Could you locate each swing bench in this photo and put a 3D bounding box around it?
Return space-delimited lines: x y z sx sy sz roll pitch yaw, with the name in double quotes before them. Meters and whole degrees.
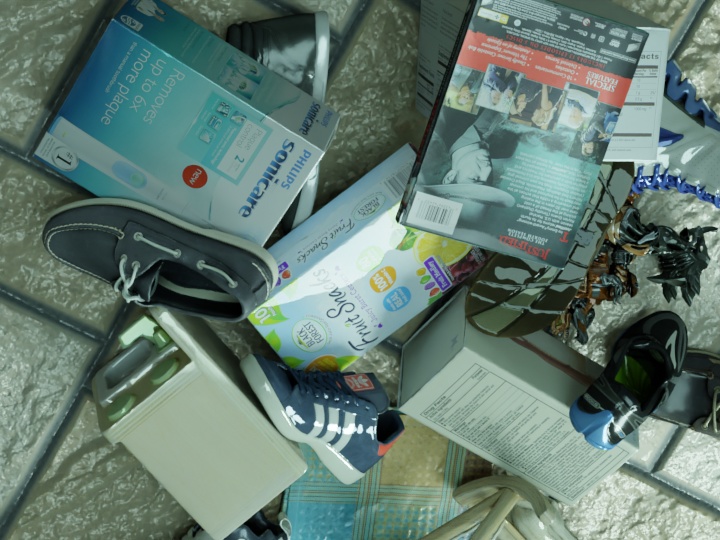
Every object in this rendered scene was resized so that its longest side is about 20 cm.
"swing bench" 0.133 0.310 1.831 0.200 0.130 0.199 -42 118 -1

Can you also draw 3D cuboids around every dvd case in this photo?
"dvd case" 0.125 -0.112 1.549 0.146 0.022 0.200 14 103 -16

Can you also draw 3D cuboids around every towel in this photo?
"towel" 0.025 0.193 1.836 0.200 0.022 0.147 5 107 -17

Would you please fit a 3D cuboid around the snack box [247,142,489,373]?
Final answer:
"snack box" 0.000 0.000 1.722 0.200 0.053 0.142 -36 139 0

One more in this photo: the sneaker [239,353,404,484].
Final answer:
"sneaker" -0.028 0.109 1.717 0.085 0.075 0.200 -37 143 7

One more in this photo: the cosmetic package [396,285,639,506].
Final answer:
"cosmetic package" 0.142 0.114 1.787 0.200 0.087 0.103 31 126 -21

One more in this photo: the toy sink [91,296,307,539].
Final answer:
"toy sink" -0.157 0.112 1.708 0.112 0.130 0.200 -39 112 2

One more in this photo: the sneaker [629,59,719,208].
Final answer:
"sneaker" 0.272 -0.092 1.737 0.115 0.081 0.199 -40 72 -2

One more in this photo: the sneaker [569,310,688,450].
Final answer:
"sneaker" 0.253 0.090 1.762 0.071 0.200 0.083 47 126 1

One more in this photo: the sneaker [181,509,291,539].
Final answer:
"sneaker" -0.150 0.250 1.776 0.199 0.079 0.130 6 107 -12

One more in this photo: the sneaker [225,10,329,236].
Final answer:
"sneaker" -0.081 -0.123 1.691 0.099 0.071 0.200 2 107 -5

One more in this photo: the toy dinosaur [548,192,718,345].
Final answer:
"toy dinosaur" 0.240 -0.025 1.784 0.136 0.102 0.200 23 112 -4

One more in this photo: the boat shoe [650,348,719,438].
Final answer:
"boat shoe" 0.344 0.121 1.860 0.200 0.073 0.075 6 105 -15

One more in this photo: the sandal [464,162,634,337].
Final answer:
"sandal" 0.163 -0.028 1.713 0.082 0.055 0.200 29 98 -6

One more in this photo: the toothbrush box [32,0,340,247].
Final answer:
"toothbrush box" -0.140 -0.109 1.623 0.200 0.085 0.146 32 117 -8

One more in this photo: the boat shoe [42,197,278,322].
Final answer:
"boat shoe" -0.169 -0.005 1.601 0.200 0.063 0.073 13 130 10

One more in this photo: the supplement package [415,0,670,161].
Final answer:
"supplement package" 0.146 -0.166 1.656 0.156 0.200 0.111 -1 107 -13
